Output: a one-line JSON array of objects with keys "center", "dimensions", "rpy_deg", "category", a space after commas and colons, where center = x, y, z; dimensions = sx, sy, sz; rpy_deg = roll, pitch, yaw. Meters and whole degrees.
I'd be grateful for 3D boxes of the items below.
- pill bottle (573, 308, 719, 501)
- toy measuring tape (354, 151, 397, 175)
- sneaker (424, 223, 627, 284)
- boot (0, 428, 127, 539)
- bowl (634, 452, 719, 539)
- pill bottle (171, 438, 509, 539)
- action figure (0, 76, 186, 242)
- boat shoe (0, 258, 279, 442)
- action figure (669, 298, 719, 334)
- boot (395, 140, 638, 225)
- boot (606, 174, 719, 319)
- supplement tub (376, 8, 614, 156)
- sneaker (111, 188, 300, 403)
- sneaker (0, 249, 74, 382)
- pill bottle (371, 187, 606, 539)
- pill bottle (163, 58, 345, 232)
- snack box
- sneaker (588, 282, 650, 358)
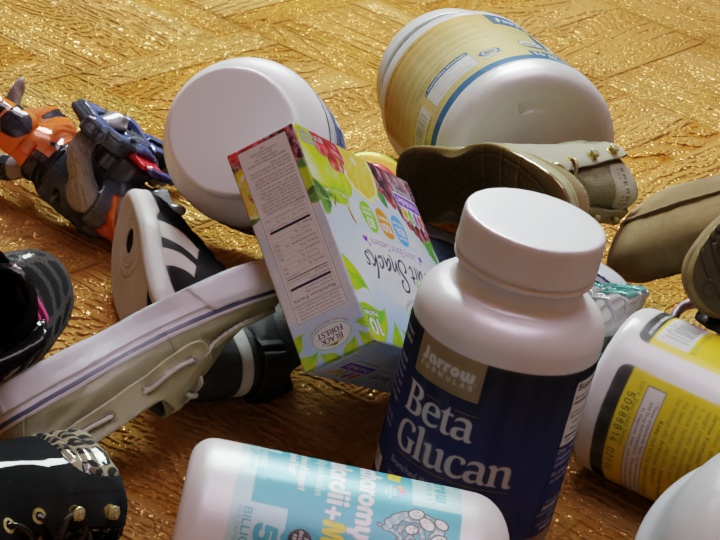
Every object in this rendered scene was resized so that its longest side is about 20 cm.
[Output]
[{"center": [0.241, 0.110, 1.284], "dimensions": [0.199, 0.112, 0.111], "rpy_deg": [25, 27, 24], "category": "pill bottle"}, {"center": [0.042, -0.046, 1.558], "dimensions": [0.199, 0.074, 0.074], "rpy_deg": [10, 24, -6], "category": "toy measuring tape"}, {"center": [0.082, 0.020, 1.442], "dimensions": [0.199, 0.070, 0.108], "rpy_deg": [14, 19, 18], "category": "sneaker"}, {"center": [-0.178, 0.141, 1.050], "dimensions": [0.153, 0.074, 0.204], "rpy_deg": [0, 29, -34], "category": "boot"}, {"center": [0.250, 0.157, 1.121], "dimensions": [0.200, 0.091, 0.202], "rpy_deg": [4, 50, -4], "category": "bowl"}, {"center": [0.002, 0.157, 1.060], "dimensions": [0.199, 0.111, 0.111], "rpy_deg": [12, 24, -4], "category": "pill bottle"}, {"center": [-0.202, -0.073, 1.512], "dimensions": [0.193, 0.105, 0.200], "rpy_deg": [32, 2, 22], "category": "action figure"}, {"center": [-0.124, 0.056, 1.216], "dimensions": [0.200, 0.062, 0.072], "rpy_deg": [-28, 1, -23], "category": "boat shoe"}, {"center": [0.314, 0.078, 1.448], "dimensions": [0.200, 0.149, 0.134], "rpy_deg": [31, 56, -4], "category": "action figure"}, {"center": [0.136, -0.055, 1.462], "dimensions": [0.154, 0.072, 0.200], "rpy_deg": [-2, 9, -31], "category": "boot"}, {"center": [0.231, -0.015, 1.415], "dimensions": [0.175, 0.066, 0.200], "rpy_deg": [-34, 9, -28], "category": "boot"}, {"center": [0.100, -0.122, 1.657], "dimensions": [0.144, 0.145, 0.200], "rpy_deg": [4, 22, -21], "category": "supplement tub"}, {"center": [-0.093, 0.022, 1.360], "dimensions": [0.111, 0.073, 0.200], "rpy_deg": [6, 33, -23], "category": "sneaker"}, {"center": [-0.206, 0.026, 1.191], "dimensions": [0.074, 0.087, 0.200], "rpy_deg": [62, 25, -2], "category": "sneaker"}, {"center": [0.076, 0.060, 1.196], "dimensions": [0.111, 0.201, 0.111], "rpy_deg": [11, 24, -5], "category": "pill bottle"}, {"center": [-0.073, -0.083, 1.421], "dimensions": [0.111, 0.112, 0.200], "rpy_deg": [16, -1, 6], "category": "pill bottle"}, {"center": [0.000, 0.000, 1.289], "dimensions": [0.200, 0.053, 0.143], "rpy_deg": [19, 49, -67], "category": "snack box"}, {"center": [0.129, 0.066, 1.344], "dimensions": [0.077, 0.092, 0.200], "rpy_deg": [3, 12, 38], "category": "sneaker"}]
